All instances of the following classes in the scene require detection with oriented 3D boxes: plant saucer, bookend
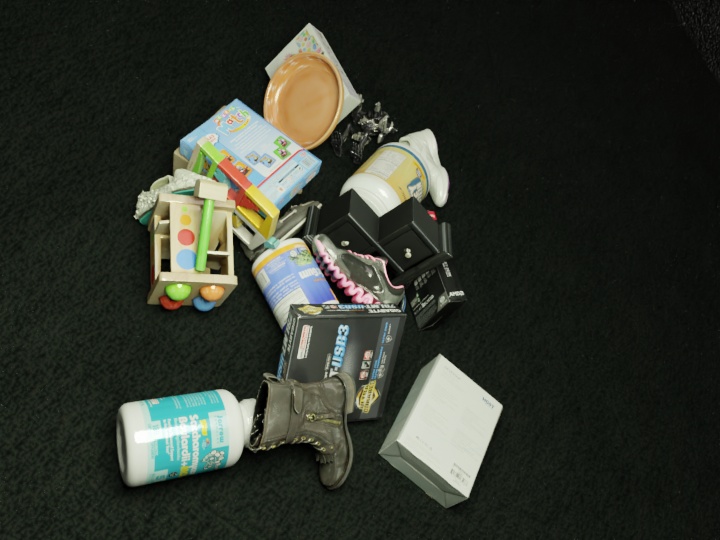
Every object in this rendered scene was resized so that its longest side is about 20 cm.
[{"bbox_3d":[-0.114,-0.346,1.328,0.037,0.199,0.203,7,50,-60],"label":"plant saucer"},{"bbox_3d":[0.033,-0.069,1.163,0.199,0.197,0.093,45,31,-29],"label":"bookend"}]

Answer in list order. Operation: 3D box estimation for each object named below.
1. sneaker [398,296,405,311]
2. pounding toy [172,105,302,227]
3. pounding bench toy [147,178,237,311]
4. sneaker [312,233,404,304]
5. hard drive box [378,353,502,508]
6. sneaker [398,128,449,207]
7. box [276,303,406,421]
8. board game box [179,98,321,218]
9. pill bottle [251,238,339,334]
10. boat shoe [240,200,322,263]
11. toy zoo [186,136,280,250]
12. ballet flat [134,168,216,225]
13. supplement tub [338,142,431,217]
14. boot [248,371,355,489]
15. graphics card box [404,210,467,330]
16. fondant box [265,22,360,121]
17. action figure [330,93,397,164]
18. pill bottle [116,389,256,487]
[{"bbox_3d":[0.025,0.115,1.168,0.066,0.079,0.201,38,51,-3],"label":"sneaker"},{"bbox_3d":[-0.219,-0.182,1.203,0.182,0.143,0.201,32,53,4],"label":"pounding toy"},{"bbox_3d":[-0.259,-0.033,1.008,0.121,0.199,0.160,3,69,-26],"label":"pounding bench toy"},{"bbox_3d":[0.000,0.000,1.126,0.200,0.079,0.096,46,79,-12],"label":"sneaker"},{"bbox_3d":[0.145,0.279,1.129,0.155,0.077,0.201,39,50,-2],"label":"hard drive box"},{"bbox_3d":[0.143,-0.230,1.476,0.097,0.075,0.204,-9,63,-12],"label":"sneaker"},{"bbox_3d":[-0.036,0.152,1.038,0.194,0.205,0.050,1,23,-30],"label":"box"},{"bbox_3d":[-0.188,-0.197,1.111,0.198,0.037,0.152,37,54,7],"label":"board game box"},{"bbox_3d":[-0.099,0.057,1.112,0.110,0.112,0.203,-20,71,-37],"label":"pill bottle"},{"bbox_3d":[-0.146,-0.086,1.208,0.057,0.067,0.200,44,53,-2],"label":"boat shoe"},{"bbox_3d":[-0.207,-0.113,1.066,0.200,0.131,0.021,44,56,-3],"label":"toy zoo"},{"bbox_3d":[-0.310,-0.132,1.064,0.071,0.196,0.074,26,57,-48],"label":"ballet flat"},{"bbox_3d":[0.045,-0.154,1.308,0.144,0.145,0.201,40,49,0],"label":"supplement tub"},{"bbox_3d":[-0.092,0.243,0.959,0.171,0.068,0.206,-2,100,-42],"label":"boot"},{"bbox_3d":[0.130,0.000,1.269,0.050,0.126,0.204,-1,60,-30],"label":"graphics card box"},{"bbox_3d":[-0.104,-0.400,1.379,0.058,0.143,0.203,5,53,-61],"label":"fondant box"},{"bbox_3d":[0.017,-0.328,1.436,0.117,0.103,0.201,29,51,6],"label":"action figure"},{"bbox_3d":[-0.241,0.233,0.918,0.195,0.111,0.113,-4,61,-31],"label":"pill bottle"}]
